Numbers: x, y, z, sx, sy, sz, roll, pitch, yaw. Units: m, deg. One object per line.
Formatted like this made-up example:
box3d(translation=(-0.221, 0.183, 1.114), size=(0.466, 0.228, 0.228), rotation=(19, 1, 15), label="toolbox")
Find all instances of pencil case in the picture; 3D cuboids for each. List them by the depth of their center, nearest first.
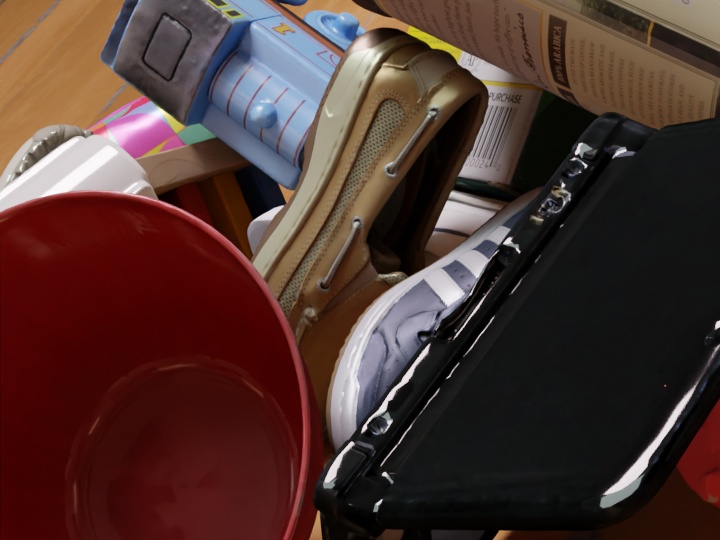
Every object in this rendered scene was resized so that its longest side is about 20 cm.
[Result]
box3d(translation=(-0.155, -0.066, 1.537), size=(0.200, 0.089, 0.088), rotation=(-36, 17, -8), label="pencil case")

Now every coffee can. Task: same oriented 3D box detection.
box3d(translation=(0.108, -0.136, 0.943), size=(0.199, 0.147, 0.146), rotation=(29, 54, 27), label="coffee can")

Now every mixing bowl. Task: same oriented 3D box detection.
box3d(translation=(-0.091, 0.077, 0.914), size=(0.199, 0.201, 0.108), rotation=(-28, -20, 14), label="mixing bowl")

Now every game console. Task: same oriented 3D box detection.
box3d(translation=(0.084, 0.045, 0.782), size=(0.116, 0.177, 0.200), rotation=(23, 52, 24), label="game console")

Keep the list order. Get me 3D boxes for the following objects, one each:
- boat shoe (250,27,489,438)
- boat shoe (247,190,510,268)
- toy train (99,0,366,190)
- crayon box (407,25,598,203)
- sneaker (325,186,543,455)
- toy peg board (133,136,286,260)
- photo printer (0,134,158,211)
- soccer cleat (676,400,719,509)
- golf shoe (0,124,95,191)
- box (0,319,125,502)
box3d(translation=(0.000, 0.000, 1.005), size=(0.076, 0.201, 0.071), rotation=(30, 20, 35), label="boat shoe")
box3d(translation=(0.021, -0.006, 1.105), size=(0.065, 0.074, 0.200), rotation=(-36, 27, -26), label="boat shoe")
box3d(translation=(-0.039, -0.099, 1.257), size=(0.114, 0.200, 0.087), rotation=(-23, -33, -57), label="toy train")
box3d(translation=(0.083, -0.129, 1.092), size=(0.127, 0.051, 0.201), rotation=(14, 83, 58), label="crayon box")
box3d(translation=(0.074, 0.015, 0.936), size=(0.108, 0.070, 0.200), rotation=(-16, 21, 46), label="sneaker")
box3d(translation=(-0.135, 0.004, 1.320), size=(0.199, 0.098, 0.199), rotation=(-22, 0, 29), label="toy peg board")
box3d(translation=(-0.169, 0.053, 1.112), size=(0.200, 0.167, 0.069), rotation=(-39, 50, -21), label="photo printer")
box3d(translation=(0.179, 0.039, 0.727), size=(0.076, 0.067, 0.200), rotation=(2, -16, -36), label="soccer cleat")
box3d(translation=(-0.190, 0.012, 1.199), size=(0.097, 0.078, 0.201), rotation=(31, 108, 45), label="golf shoe")
box3d(translation=(-0.167, 0.093, 1.012), size=(0.200, 0.142, 0.079), rotation=(-38, 32, -15), label="box")
